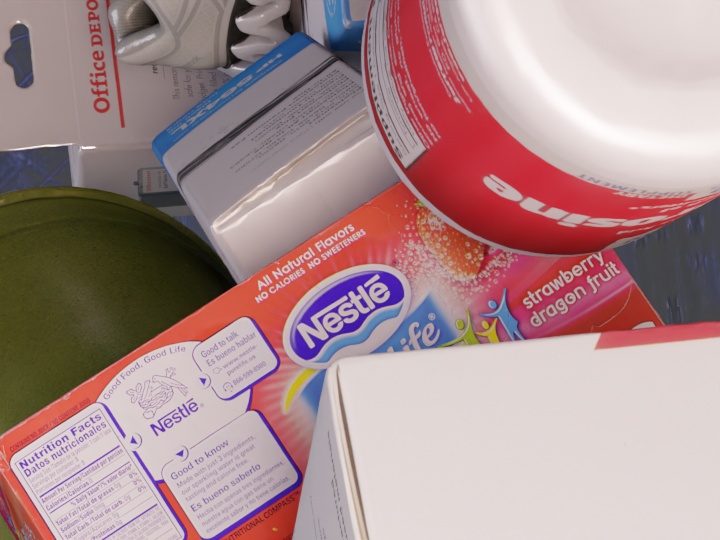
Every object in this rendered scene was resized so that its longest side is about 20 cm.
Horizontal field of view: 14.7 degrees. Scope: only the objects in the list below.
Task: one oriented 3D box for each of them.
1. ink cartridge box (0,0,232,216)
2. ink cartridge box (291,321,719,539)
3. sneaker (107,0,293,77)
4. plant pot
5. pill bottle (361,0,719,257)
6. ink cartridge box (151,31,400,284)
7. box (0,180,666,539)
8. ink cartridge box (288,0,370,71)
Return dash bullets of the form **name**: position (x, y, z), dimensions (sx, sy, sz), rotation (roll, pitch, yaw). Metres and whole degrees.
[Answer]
- **ink cartridge box**: position (-0.087, -0.091, 1.374), dimensions (0.067, 0.198, 0.118), rotation (101, 163, -57)
- **ink cartridge box**: position (0.058, 0.098, 0.740), dimensions (0.200, 0.145, 0.083), rotation (101, 160, -59)
- **sneaker**: position (-0.063, -0.150, 1.165), dimensions (0.201, 0.080, 0.076), rotation (102, 165, -50)
- **plant pot**: position (-0.095, 0.083, 1.093), dimensions (0.193, 0.199, 0.202), rotation (-153, 59, -65)
- **pill bottle**: position (0.061, -0.064, 0.757), dimensions (0.200, 0.111, 0.113), rotation (140, 126, -79)
- **ink cartridge box**: position (0.000, 0.000, 1.064), dimensions (0.146, 0.084, 0.200), rotation (56, 179, -14)
- **box**: position (-0.009, 0.050, 0.879), dimensions (0.100, 0.199, 0.096), rotation (55, 168, 8)
- **ink cartridge box**: position (0.005, -0.137, 1.203), dimensions (0.200, 0.067, 0.117), rotation (131, 134, -77)
